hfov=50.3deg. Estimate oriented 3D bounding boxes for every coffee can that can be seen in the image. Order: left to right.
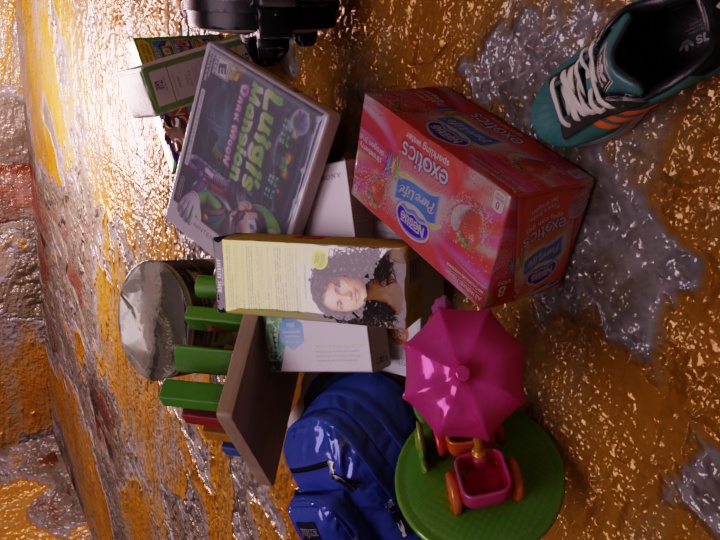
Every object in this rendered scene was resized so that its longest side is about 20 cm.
[{"bbox_3d":[-0.198,0.058,1.018,0.144,0.198,0.151,3,94,37],"label":"coffee can"}]

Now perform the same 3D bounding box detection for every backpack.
[{"bbox_3d":[0.011,0.214,0.773,0.162,0.167,0.203,-29,93,51],"label":"backpack"}]

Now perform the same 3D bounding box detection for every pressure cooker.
[{"bbox_3d":[-0.103,-0.319,0.800,0.175,0.175,0.205,11,114,25],"label":"pressure cooker"}]

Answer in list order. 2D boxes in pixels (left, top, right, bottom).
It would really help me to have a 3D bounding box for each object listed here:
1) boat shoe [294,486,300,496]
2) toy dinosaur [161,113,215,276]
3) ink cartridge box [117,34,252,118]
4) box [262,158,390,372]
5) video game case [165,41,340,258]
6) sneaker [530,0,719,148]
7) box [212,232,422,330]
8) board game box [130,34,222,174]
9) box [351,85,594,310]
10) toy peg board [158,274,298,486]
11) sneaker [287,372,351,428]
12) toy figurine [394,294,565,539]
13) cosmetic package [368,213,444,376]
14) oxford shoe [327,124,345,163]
[{"bbox_3d":[-0.031,0.370,1.014,0.204,0.065,0.072,63,145,23],"label":"boat shoe"},{"bbox_3d":[-0.181,-0.086,0.941,0.133,0.085,0.206,6,99,35],"label":"toy dinosaur"},{"bbox_3d":[-0.189,-0.248,0.953,0.103,0.197,0.061,15,127,56],"label":"ink cartridge box"},{"bbox_3d":[-0.046,0.000,0.776,0.142,0.036,0.206,-6,92,38],"label":"box"},{"bbox_3d":[-0.118,-0.100,0.780,0.180,0.023,0.204,34,116,29],"label":"video game case"},{"bbox_3d":[0.170,-0.134,0.502,0.199,0.078,0.073,-26,79,58],"label":"sneaker"},{"bbox_3d":[-0.042,0.006,0.710,0.195,0.050,0.077,2,102,24],"label":"box"},{"bbox_3d":[-0.227,-0.235,1.066,0.029,0.132,0.204,-44,64,53],"label":"board game box"},{"bbox_3d":[0.084,-0.070,0.651,0.200,0.093,0.105,45,137,42],"label":"box"},{"bbox_3d":[-0.143,0.112,0.891,0.201,0.095,0.204,78,-161,-55],"label":"toy peg board"},{"bbox_3d":[-0.015,0.195,0.926,0.148,0.079,0.202,53,139,25],"label":"sneaker"},{"bbox_3d":[0.085,0.095,0.622,0.203,0.146,0.187,-101,-1,-48],"label":"toy figurine"},{"bbox_3d":[-0.006,0.015,0.804,0.196,0.051,0.155,9,108,36],"label":"cosmetic package"},{"bbox_3d":[-0.080,-0.090,0.910,0.075,0.069,0.204,37,103,55],"label":"oxford shoe"}]
